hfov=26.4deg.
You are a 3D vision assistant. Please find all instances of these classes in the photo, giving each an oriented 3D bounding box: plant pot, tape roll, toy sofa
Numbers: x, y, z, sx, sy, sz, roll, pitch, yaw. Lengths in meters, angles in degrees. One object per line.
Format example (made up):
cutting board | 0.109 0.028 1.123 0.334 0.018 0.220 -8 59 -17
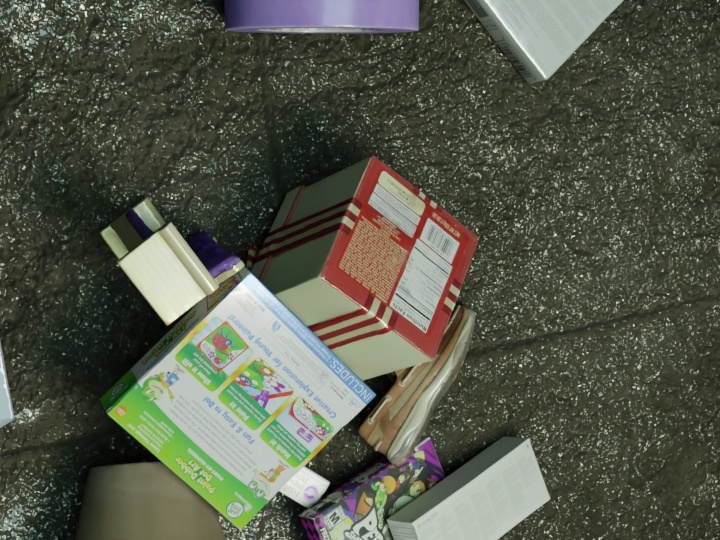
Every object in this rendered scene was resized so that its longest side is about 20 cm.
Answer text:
plant pot | -0.220 0.288 1.592 0.200 0.200 0.174 -1 81 -20
tape roll | -0.040 -0.287 1.569 0.200 0.200 0.085 -2 97 -20
toy sofa | -0.193 -0.022 1.545 0.098 0.200 0.083 -37 107 -6

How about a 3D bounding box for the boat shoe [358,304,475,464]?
boat shoe | 0.064 0.118 1.723 0.072 0.076 0.200 28 69 11

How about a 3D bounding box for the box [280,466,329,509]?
box | -0.126 0.196 1.681 0.200 0.041 0.039 34 85 -20

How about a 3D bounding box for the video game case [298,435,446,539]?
video game case | 0.041 0.316 1.736 0.181 0.036 0.200 -30 106 -32

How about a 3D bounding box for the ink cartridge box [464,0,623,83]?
ink cartridge box | 0.216 -0.338 1.746 0.200 0.050 0.162 -47 109 -18

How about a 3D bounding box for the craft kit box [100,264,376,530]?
craft kit box | -0.120 0.128 1.536 0.198 0.049 0.200 -45 116 -4

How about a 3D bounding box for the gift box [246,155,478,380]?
gift box | 0.000 0.000 1.626 0.185 0.187 0.200 41 55 -21

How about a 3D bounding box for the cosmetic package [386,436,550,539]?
cosmetic package | 0.124 0.270 1.744 0.200 0.051 0.083 -29 108 -36

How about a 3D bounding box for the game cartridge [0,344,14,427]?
game cartridge | -0.458 0.125 1.553 0.200 0.041 0.133 -11 97 -18
